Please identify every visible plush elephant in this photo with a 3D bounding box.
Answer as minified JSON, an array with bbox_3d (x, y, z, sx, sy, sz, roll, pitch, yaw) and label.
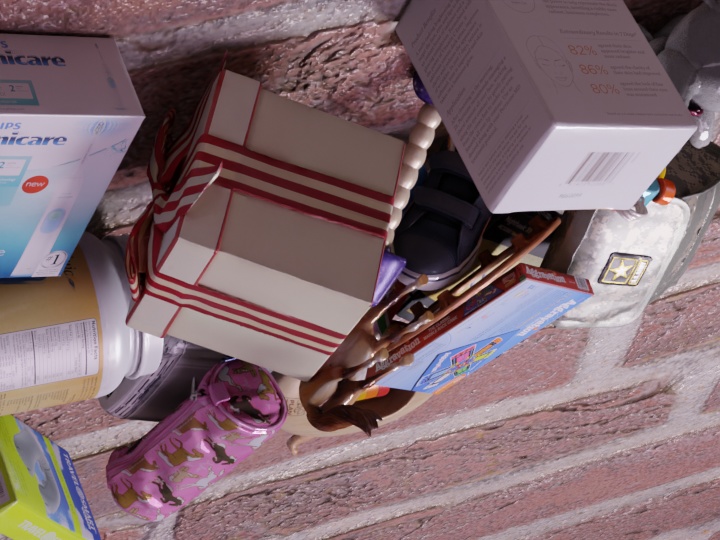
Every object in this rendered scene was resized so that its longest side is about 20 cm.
[{"bbox_3d":[0.297,-0.173,1.683,0.164,0.201,0.155,-8,173,-1],"label":"plush elephant"}]

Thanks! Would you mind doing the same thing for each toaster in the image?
[{"bbox_3d":[-0.165,0.071,1.777,0.129,0.114,0.200,5,144,-35],"label":"toaster"}]

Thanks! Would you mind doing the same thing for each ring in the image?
[{"bbox_3d":[0.097,0.008,1.743,0.200,0.019,0.200,-36,-179,1],"label":"ring"}]

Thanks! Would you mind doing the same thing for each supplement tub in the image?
[{"bbox_3d":[-0.279,0.044,1.613,0.199,0.145,0.145,-10,148,-24],"label":"supplement tub"}]

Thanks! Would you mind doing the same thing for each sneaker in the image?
[{"bbox_3d":[0.087,-0.069,1.703,0.200,0.078,0.080,-54,159,-41],"label":"sneaker"}]

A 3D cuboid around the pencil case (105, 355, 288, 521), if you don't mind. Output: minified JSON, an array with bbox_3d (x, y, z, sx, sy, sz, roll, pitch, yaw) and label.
[{"bbox_3d":[-0.151,0.154,1.733,0.200,0.087,0.083,-42,-176,40],"label":"pencil case"}]

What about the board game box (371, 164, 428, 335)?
[{"bbox_3d":[0.000,0.000,1.740,0.200,0.040,0.153,-56,154,-15],"label":"board game box"}]

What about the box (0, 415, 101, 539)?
[{"bbox_3d":[-0.321,0.214,1.885,0.048,0.122,0.200,-30,151,7],"label":"box"}]

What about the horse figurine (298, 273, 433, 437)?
[{"bbox_3d":[-0.003,0.080,1.613,0.132,0.200,0.050,-34,105,30],"label":"horse figurine"}]

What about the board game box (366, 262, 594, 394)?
[{"bbox_3d":[0.106,0.056,1.748,0.200,0.019,0.103,-35,149,32],"label":"board game box"}]

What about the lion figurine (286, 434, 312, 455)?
[{"bbox_3d":[-0.051,0.114,1.973,0.122,0.073,0.200,-35,146,4],"label":"lion figurine"}]

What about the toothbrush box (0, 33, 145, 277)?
[{"bbox_3d":[-0.272,-0.085,1.468,0.146,0.085,0.200,-1,143,-35],"label":"toothbrush box"}]

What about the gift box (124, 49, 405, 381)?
[{"bbox_3d":[-0.081,-0.047,1.529,0.186,0.185,0.200,18,144,-11],"label":"gift box"}]

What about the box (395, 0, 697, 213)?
[{"bbox_3d":[0.145,-0.155,1.535,0.152,0.200,0.106,-2,143,-34],"label":"box"}]

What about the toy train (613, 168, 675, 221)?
[{"bbox_3d":[0.174,-0.108,1.648,0.150,0.200,0.056,-25,159,-53],"label":"toy train"}]

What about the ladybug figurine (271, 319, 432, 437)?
[{"bbox_3d":[-0.013,0.099,1.896,0.199,0.072,0.136,-7,134,-24],"label":"ladybug figurine"}]

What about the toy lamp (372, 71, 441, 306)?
[{"bbox_3d":[0.033,-0.068,1.636,0.058,0.058,0.201,18,93,-50],"label":"toy lamp"}]

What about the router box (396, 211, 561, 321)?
[{"bbox_3d":[0.130,-0.001,1.908,0.157,0.052,0.200,-45,146,16],"label":"router box"}]

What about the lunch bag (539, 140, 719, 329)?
[{"bbox_3d":[0.248,-0.039,1.803,0.200,0.117,0.164,-28,149,-47],"label":"lunch bag"}]
